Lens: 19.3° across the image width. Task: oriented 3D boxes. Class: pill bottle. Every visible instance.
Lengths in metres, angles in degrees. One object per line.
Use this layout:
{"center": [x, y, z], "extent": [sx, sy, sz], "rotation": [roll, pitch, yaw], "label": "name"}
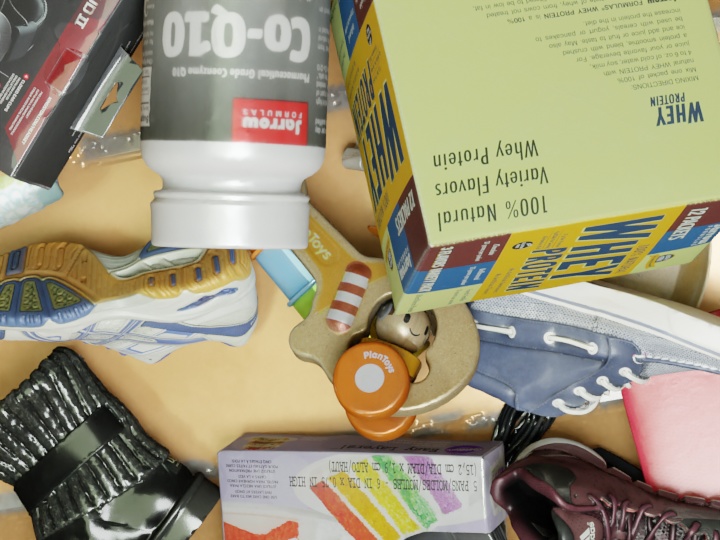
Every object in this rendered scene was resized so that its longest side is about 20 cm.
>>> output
{"center": [-0.075, -0.114, 1.275], "extent": [0.113, 0.114, 0.201], "rotation": [2, 92, 8], "label": "pill bottle"}

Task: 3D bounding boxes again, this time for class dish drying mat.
{"center": [0.220, 0.131, 1.349], "extent": [0.077, 0.018, 0.201], "rotation": [-15, 86, 10], "label": "dish drying mat"}

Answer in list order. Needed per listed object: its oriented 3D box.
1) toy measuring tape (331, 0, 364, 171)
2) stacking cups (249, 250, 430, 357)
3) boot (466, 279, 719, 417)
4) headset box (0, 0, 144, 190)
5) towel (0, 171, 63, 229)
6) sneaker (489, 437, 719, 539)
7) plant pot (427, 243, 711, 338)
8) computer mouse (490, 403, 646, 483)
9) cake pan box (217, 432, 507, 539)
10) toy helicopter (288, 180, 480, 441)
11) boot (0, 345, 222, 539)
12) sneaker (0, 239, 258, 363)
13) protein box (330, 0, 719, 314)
{"center": [-0.022, -0.163, 1.355], "extent": [0.073, 0.074, 0.201], "rotation": [1, 97, 8], "label": "toy measuring tape"}
{"center": [-0.038, -0.009, 1.392], "extent": [0.060, 0.060, 0.200], "rotation": [-40, 86, 11], "label": "stacking cups"}
{"center": [0.154, 0.055, 1.323], "extent": [0.199, 0.073, 0.091], "rotation": [18, 95, 24], "label": "boot"}
{"center": [-0.230, -0.156, 1.321], "extent": [0.200, 0.077, 0.149], "rotation": [32, 93, 10], "label": "headset box"}
{"center": [-0.308, -0.098, 1.390], "extent": [0.171, 0.048, 0.201], "rotation": [-26, 77, 0], "label": "towel"}
{"center": [0.165, 0.170, 1.293], "extent": [0.199, 0.115, 0.076], "rotation": [21, 102, 23], "label": "sneaker"}
{"center": [0.128, -0.017, 1.377], "extent": [0.199, 0.027, 0.201], "rotation": [1, 97, 9], "label": "plant pot"}
{"center": [0.150, 0.184, 1.390], "extent": [0.200, 0.046, 0.141], "rotation": [36, 100, 2], "label": "computer mouse"}
{"center": [0.008, 0.203, 1.392], "extent": [0.199, 0.052, 0.185], "rotation": [1, 100, 22], "label": "cake pan box"}
{"center": [0.000, 0.000, 1.329], "extent": [0.132, 0.079, 0.200], "rotation": [-40, 73, -5], "label": "toy helicopter"}
{"center": [-0.212, 0.172, 1.422], "extent": [0.158, 0.079, 0.211], "rotation": [39, 90, -5], "label": "boot"}
{"center": [-0.164, 0.031, 1.394], "extent": [0.199, 0.075, 0.088], "rotation": [-4, 136, 9], "label": "sneaker"}
{"center": [0.102, -0.101, 1.256], "extent": [0.198, 0.135, 0.201], "rotation": [-9, 74, -11], "label": "protein box"}
